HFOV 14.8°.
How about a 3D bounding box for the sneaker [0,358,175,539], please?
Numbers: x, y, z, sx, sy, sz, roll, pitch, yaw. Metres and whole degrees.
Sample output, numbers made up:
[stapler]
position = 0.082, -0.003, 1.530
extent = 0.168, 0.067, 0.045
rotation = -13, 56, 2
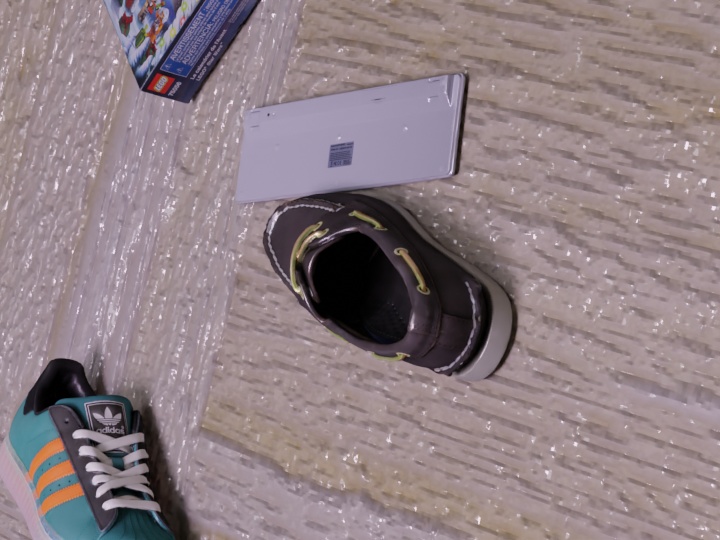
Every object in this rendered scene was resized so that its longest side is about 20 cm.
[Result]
[sneaker]
position = -0.156, 0.117, 1.618
extent = 0.200, 0.071, 0.080
rotation = 40, 116, 52

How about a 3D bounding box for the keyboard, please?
[keyboard]
position = -0.009, -0.071, 1.532
extent = 0.200, 0.011, 0.056
rotation = -5, 81, 53

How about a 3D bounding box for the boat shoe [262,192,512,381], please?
[boat shoe]
position = 0.000, 0.000, 1.451
extent = 0.201, 0.060, 0.072
rotation = 28, 102, 53

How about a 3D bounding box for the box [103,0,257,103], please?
[box]
position = -0.114, -0.218, 1.691
extent = 0.137, 0.040, 0.200
rotation = -53, 42, 28
